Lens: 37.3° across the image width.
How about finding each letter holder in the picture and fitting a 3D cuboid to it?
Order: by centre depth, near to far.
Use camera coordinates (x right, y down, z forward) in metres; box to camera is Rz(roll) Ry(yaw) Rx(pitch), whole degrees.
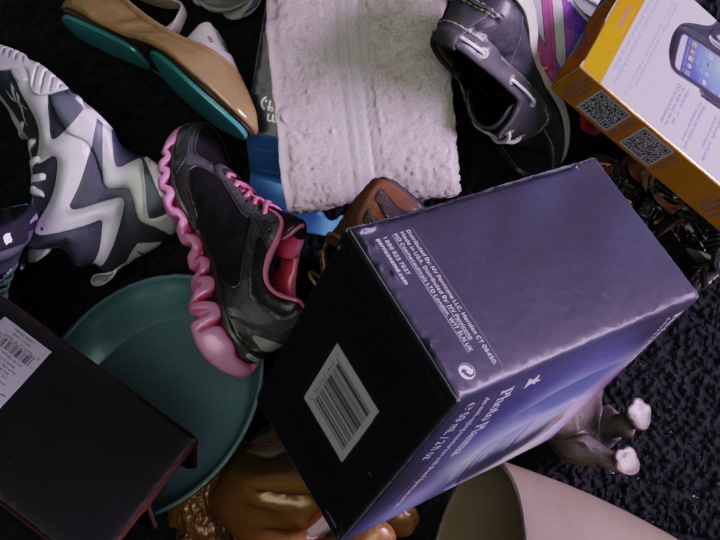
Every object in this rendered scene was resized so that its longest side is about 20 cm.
[{"bbox_3d":[-0.216,0.109,0.710,0.200,0.142,0.101,35,68,7],"label":"letter holder"}]

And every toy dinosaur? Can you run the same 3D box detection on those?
[{"bbox_3d":[0.228,-0.050,0.805,0.200,0.102,0.136,-46,76,19],"label":"toy dinosaur"}]

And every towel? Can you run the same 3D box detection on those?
[{"bbox_3d":[0.002,-0.145,0.767,0.132,0.034,0.200,-5,92,1],"label":"towel"}]

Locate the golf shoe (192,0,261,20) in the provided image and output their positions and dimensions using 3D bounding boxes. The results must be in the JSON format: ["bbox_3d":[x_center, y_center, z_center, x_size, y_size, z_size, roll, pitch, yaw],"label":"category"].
[{"bbox_3d":[-0.081,-0.292,0.796,0.078,0.097,0.200,13,91,2],"label":"golf shoe"}]

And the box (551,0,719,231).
[{"bbox_3d":[0.238,-0.112,0.748,0.200,0.041,0.119,39,62,-13],"label":"box"}]

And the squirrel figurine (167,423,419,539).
[{"bbox_3d":[-0.050,0.216,0.816,0.200,0.142,0.187,-15,103,16],"label":"squirrel figurine"}]

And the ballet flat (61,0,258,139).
[{"bbox_3d":[-0.140,-0.170,0.796,0.200,0.069,0.063,34,78,20],"label":"ballet flat"}]

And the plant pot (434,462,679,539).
[{"bbox_3d":[0.172,0.250,0.786,0.200,0.187,0.188,14,93,-13],"label":"plant pot"}]

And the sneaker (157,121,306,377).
[{"bbox_3d":[-0.081,-0.028,0.764,0.095,0.079,0.200,-27,67,21],"label":"sneaker"}]

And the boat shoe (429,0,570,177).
[{"bbox_3d":[0.098,-0.122,0.761,0.072,0.200,0.068,19,69,31],"label":"boat shoe"}]

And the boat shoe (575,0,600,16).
[{"bbox_3d":[0.150,-0.245,0.806,0.200,0.067,0.074,32,93,0],"label":"boat shoe"}]

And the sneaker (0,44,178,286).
[{"bbox_3d":[-0.241,-0.069,0.816,0.199,0.079,0.130,41,84,-11],"label":"sneaker"}]

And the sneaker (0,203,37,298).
[{"bbox_3d":[-0.269,0.003,0.777,0.074,0.200,0.088,-22,100,-27],"label":"sneaker"}]

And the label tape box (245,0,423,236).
[{"bbox_3d":[-0.009,-0.124,0.817,0.144,0.063,0.200,10,92,1],"label":"label tape box"}]

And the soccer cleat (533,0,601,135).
[{"bbox_3d":[0.129,-0.168,0.777,0.200,0.068,0.073,24,96,-34],"label":"soccer cleat"}]

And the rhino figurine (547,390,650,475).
[{"bbox_3d":[0.144,0.064,0.814,0.060,0.087,0.200,-30,91,-25],"label":"rhino figurine"}]

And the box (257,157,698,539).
[{"bbox_3d":[0.068,0.051,0.679,0.198,0.200,0.123,-19,65,-32],"label":"box"}]

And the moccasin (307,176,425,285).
[{"bbox_3d":[0.001,0.001,0.755,0.074,0.201,0.078,42,77,0],"label":"moccasin"}]

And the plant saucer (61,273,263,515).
[{"bbox_3d":[-0.156,0.098,0.804,0.200,0.036,0.200,-12,56,18],"label":"plant saucer"}]
